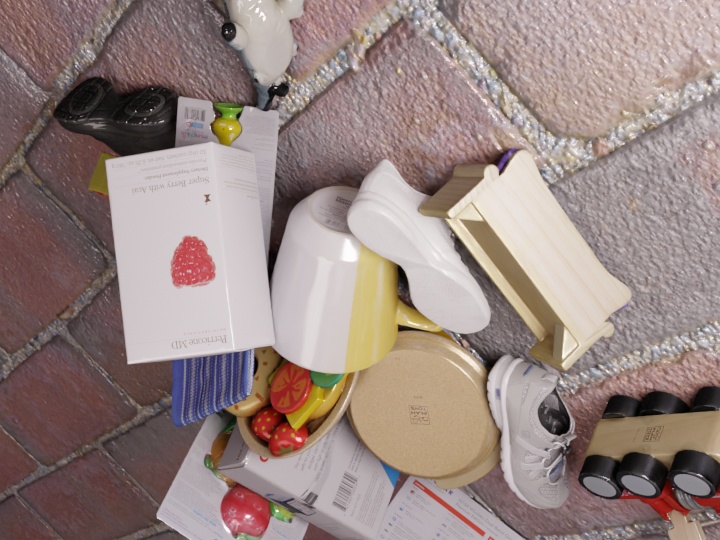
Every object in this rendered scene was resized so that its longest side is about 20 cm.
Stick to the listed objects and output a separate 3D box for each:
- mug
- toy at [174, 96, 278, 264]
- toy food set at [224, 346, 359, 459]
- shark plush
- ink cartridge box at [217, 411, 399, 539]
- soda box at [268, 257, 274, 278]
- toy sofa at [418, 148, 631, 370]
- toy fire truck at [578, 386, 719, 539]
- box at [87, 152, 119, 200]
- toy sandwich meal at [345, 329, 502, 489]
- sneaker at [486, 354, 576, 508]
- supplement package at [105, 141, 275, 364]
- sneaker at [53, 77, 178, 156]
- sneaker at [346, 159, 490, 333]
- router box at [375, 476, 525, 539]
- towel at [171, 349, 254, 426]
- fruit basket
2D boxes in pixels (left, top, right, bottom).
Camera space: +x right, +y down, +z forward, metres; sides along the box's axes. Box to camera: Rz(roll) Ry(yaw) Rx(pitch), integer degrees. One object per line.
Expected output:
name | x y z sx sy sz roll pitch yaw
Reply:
mug | -0.008 -0.004 1.329 0.150 0.184 0.155 -124 33 -43
toy | -0.143 -0.081 1.371 0.113 0.047 0.203 9 109 13
toy food set | -0.076 0.110 1.425 0.048 0.198 0.201 31 -164 -39
shark plush | -0.095 -0.231 1.232 0.083 0.091 0.200 47 173 27
ink cartridge box | -0.052 0.218 1.542 0.199 0.148 0.086 32 154 -20
soda box | -0.199 -0.009 1.551 0.198 0.070 0.064 4 133 42
toy sofa | 0.155 -0.014 1.190 0.201 0.097 0.083 51 170 -14
toy fire truck | 0.331 0.228 1.251 0.200 0.130 0.175 43 148 -24
box | -0.219 -0.083 1.483 0.198 0.051 0.075 19 172 30
toy sandwich meal | 0.079 0.147 1.421 0.202 0.070 0.208 8 117 16
sneaker | 0.195 0.184 1.365 0.081 0.075 0.202 10 135 40
supplement package | -0.168 -0.016 1.279 0.119 0.120 0.204 -8 88 15
sneaker | -0.272 -0.161 1.455 0.198 0.076 0.091 16 147 37
sneaker | 0.071 -0.025 1.246 0.074 0.089 0.200 -15 129 38
router box | 0.102 0.367 1.575 0.199 0.180 0.049 37 147 8
towel | -0.174 0.093 1.469 0.024 0.147 0.199 9 159 -30
fruit basket | -0.140 0.273 1.582 0.184 0.202 0.094 36 146 -14
